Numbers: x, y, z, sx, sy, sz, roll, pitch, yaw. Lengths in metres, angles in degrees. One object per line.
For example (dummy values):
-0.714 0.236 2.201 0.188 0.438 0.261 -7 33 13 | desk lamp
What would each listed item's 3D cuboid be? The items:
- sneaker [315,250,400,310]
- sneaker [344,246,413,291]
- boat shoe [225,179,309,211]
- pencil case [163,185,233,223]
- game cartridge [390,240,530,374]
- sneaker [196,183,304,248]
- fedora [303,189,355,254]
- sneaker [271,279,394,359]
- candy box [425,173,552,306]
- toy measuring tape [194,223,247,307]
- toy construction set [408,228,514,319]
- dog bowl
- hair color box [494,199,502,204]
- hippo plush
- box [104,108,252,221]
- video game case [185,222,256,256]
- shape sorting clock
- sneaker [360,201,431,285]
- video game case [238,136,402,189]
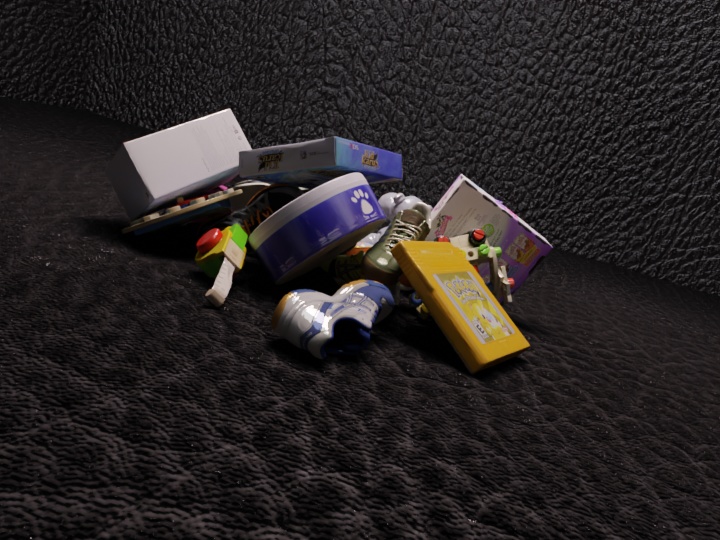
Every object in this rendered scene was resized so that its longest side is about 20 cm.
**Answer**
0.000 0.000 1.015 0.075 0.077 0.200 2 17 -43 | sneaker
0.026 -0.024 1.164 0.199 0.078 0.073 17 13 13 | sneaker
-0.153 -0.147 1.125 0.198 0.075 0.066 -8 43 -12 | boat shoe
-0.263 -0.126 1.153 0.199 0.091 0.094 14 14 -21 | pencil case
0.145 0.042 0.867 0.176 0.032 0.201 -3 57 -56 | game cartridge
-0.175 -0.071 0.984 0.199 0.078 0.077 -27 24 9 | sneaker
-0.073 -0.073 1.101 0.199 0.092 0.201 -11 -16 -3 | fedora
-0.013 0.067 0.740 0.088 0.076 0.200 36 28 30 | sneaker
0.207 -0.044 1.095 0.200 0.168 0.072 36 17 -7 | candy box
-0.200 -0.003 0.843 0.073 0.074 0.200 14 31 -9 | toy measuring tape
0.168 0.007 1.010 0.199 0.132 0.092 -5 -23 -23 | toy construction set
-0.063 -0.061 0.921 0.079 0.200 0.200 59 18 2 | dog bowl
0.214 -0.049 1.212 0.065 0.201 0.109 19 12 20 | hair color box
0.059 -0.084 1.270 0.159 0.162 0.200 8 14 -34 | hippo plush
-0.297 -0.175 1.018 0.200 0.098 0.124 -32 7 -37 | box
-0.205 -0.056 1.154 0.199 0.019 0.143 19 12 20 | video game case
-0.287 -0.099 0.993 0.199 0.039 0.200 -19 6 2 | shape sorting clock
0.060 -0.052 0.925 0.067 0.090 0.200 27 25 10 | sneaker
-0.058 -0.164 0.970 0.180 0.046 0.200 -2 0 32 | video game case
